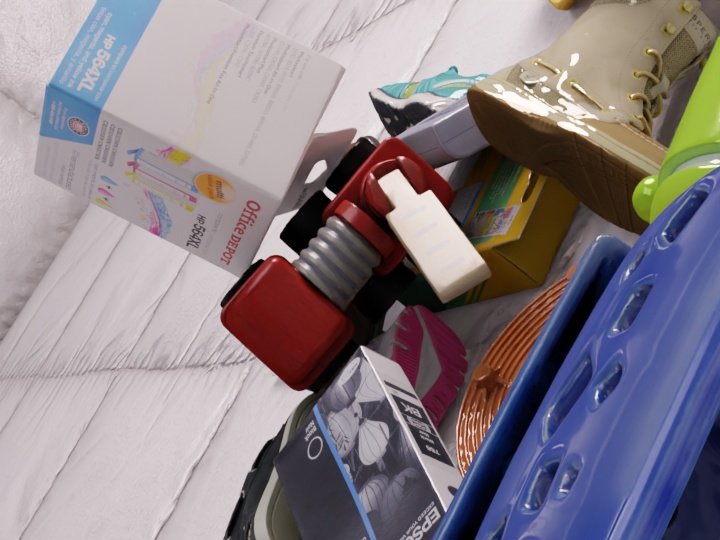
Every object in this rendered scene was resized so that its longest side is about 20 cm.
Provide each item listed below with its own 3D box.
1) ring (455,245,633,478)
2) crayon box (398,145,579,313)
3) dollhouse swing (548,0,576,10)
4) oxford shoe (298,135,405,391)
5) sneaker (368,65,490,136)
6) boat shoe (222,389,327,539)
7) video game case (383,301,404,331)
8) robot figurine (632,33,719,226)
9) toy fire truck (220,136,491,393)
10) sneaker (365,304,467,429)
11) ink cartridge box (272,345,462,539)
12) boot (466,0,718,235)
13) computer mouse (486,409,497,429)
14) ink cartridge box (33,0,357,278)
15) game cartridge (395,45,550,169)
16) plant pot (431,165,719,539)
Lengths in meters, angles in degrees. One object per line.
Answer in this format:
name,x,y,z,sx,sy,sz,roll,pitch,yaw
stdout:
ring,0.133,0.055,0.758,0.199,0.019,0.202,-29,32,21
crayon box,0.101,-0.042,1.028,0.199,0.051,0.127,-19,40,61
dollhouse swing,0.231,-0.334,1.235,0.200,0.175,0.182,-47,62,18
oxford shoe,-0.016,-0.002,1.046,0.072,0.083,0.203,19,104,62
sneaker,0.070,-0.149,1.283,0.079,0.078,0.200,-38,20,-14
boat shoe,-0.051,0.156,0.985,0.066,0.075,0.200,-33,18,25
video game case,-0.004,0.020,1.226,0.199,0.017,0.144,-13,45,62
robot figurine,0.213,-0.055,0.682,0.174,0.115,0.202,-8,49,54
toy fire truck,0.000,0.000,0.903,0.176,0.128,0.200,-48,-3,-5
sneaker,0.008,0.120,0.951,0.088,0.081,0.201,-36,18,44
ink cartridge box,0.014,0.140,0.780,0.100,0.039,0.201,-52,35,15
boot,0.184,-0.111,0.892,0.155,0.073,0.199,-38,43,-16
computer mouse,0.098,0.123,0.764,0.140,0.046,0.202,-28,32,55
ink cartridge box,-0.112,-0.100,0.982,0.126,0.198,0.129,-66,5,-29
game cartridge,0.117,-0.131,1.037,0.199,0.041,0.133,-32,3,-21
plant pot,0.141,0.095,0.495,0.202,0.199,0.180,-60,14,-14
